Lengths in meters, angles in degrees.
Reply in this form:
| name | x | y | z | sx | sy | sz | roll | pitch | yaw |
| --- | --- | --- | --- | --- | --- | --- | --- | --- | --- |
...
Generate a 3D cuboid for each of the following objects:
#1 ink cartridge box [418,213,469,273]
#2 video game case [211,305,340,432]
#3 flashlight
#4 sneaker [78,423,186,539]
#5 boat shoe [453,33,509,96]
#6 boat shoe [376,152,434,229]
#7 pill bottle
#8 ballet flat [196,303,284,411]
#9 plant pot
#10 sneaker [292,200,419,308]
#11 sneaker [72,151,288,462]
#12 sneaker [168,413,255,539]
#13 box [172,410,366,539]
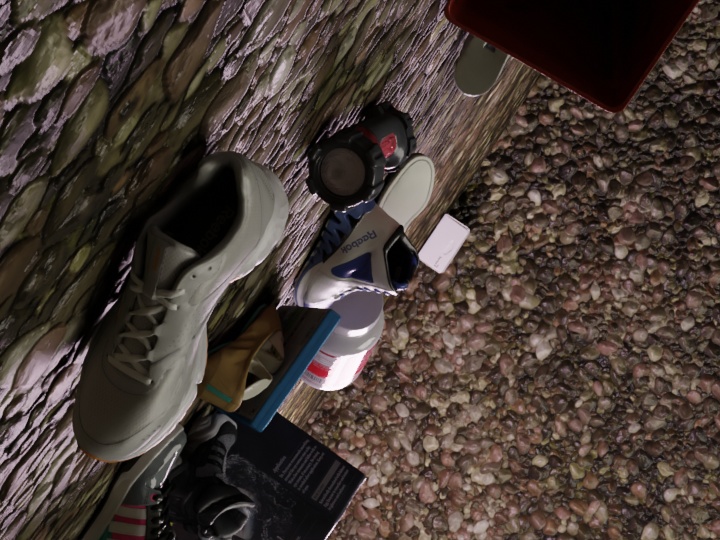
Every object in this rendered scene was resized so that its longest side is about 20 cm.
| name | x | y | z | sx | sy | sz | roll | pitch | yaw |
| --- | --- | --- | --- | --- | --- | --- | --- | --- | --- |
| ink cartridge box | 0.231 | -0.074 | 3.226 | 0.146 | 0.084 | 0.200 | -56 | 175 | 3 |
| video game case | -0.096 | 0.101 | 1.266 | 0.144 | 0.018 | 0.200 | -55 | -165 | -11 |
| flashlight | 0.009 | -0.103 | 1.052 | 0.068 | 0.068 | 0.200 | -58 | 174 | 19 |
| sneaker | -0.190 | 0.250 | 1.107 | 0.201 | 0.120 | 0.084 | -57 | 174 | 15 |
| boat shoe | 0.169 | -0.302 | 1.377 | 0.202 | 0.070 | 0.072 | -58 | -168 | 20 |
| boat shoe | 0.041 | -0.087 | 1.616 | 0.201 | 0.072 | 0.062 | -67 | -148 | 34 |
| pill bottle | -0.030 | 0.079 | 1.579 | 0.113 | 0.112 | 0.200 | -53 | 174 | -27 |
| ballet flat | -0.112 | 0.092 | 1.174 | 0.069 | 0.063 | 0.200 | -57 | 175 | 24 |
| plant pot | 0.223 | -0.312 | 1.122 | 0.201 | 0.199 | 0.177 | -59 | -176 | 38 |
| sneaker | 0.000 | -0.001 | 1.350 | 0.081 | 0.115 | 0.200 | -49 | 172 | -41 |
| sneaker | -0.116 | 0.015 | 0.676 | 0.202 | 0.075 | 0.092 | -63 | 168 | -6 |
| sneaker | -0.161 | 0.231 | 1.268 | 0.076 | 0.113 | 0.200 | -57 | 171 | 21 |
| box | -0.133 | 0.291 | 1.454 | 0.198 | 0.199 | 0.117 | -59 | 174 | 29 |
